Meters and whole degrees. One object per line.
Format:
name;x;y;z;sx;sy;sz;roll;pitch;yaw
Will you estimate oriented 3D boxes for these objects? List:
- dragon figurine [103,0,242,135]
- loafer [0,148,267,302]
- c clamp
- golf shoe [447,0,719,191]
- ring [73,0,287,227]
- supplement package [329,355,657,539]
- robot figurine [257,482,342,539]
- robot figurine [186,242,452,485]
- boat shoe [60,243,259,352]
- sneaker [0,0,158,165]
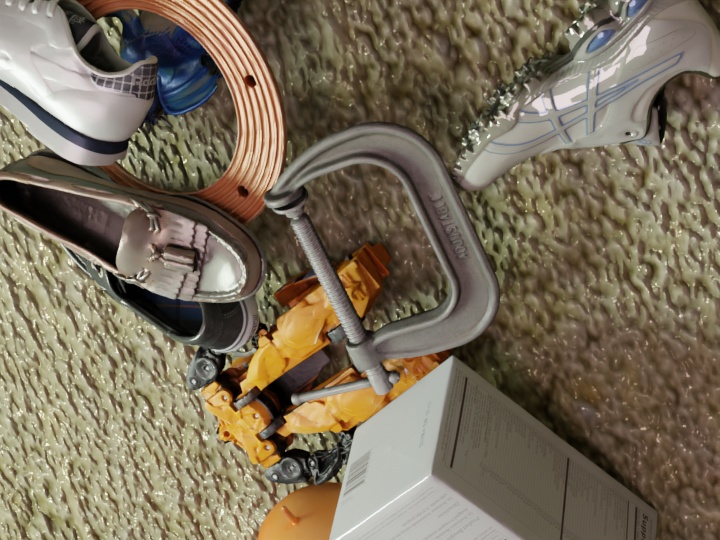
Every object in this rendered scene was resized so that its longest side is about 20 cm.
dragon figurine;-0.114;-0.145;1.078;0.198;0.059;0.100;-9;114;34
loafer;-0.160;-0.024;1.069;0.199;0.063;0.073;23;110;19
c clamp;0.000;0.000;1.046;0.169;0.027;0.201;-11;120;18
golf shoe;0.136;-0.096;0.979;0.097;0.078;0.200;42;128;-8
ring;-0.132;-0.113;1.058;0.199;0.019;0.202;15;125;23
supplement package;0.094;0.176;1.090;0.199;0.114;0.109;38;128;-17
robot figurine;-0.020;0.244;1.209;0.142;0.117;0.202;13;125;17
robot figurine;-0.033;0.072;1.158;0.199;0.058;0.145;-35;97;35
boat shoe;-0.158;-0.005;1.146;0.199;0.056;0.069;31;105;29
sneaker;-0.219;-0.153;1.037;0.199;0.076;0.081;33;119;5
